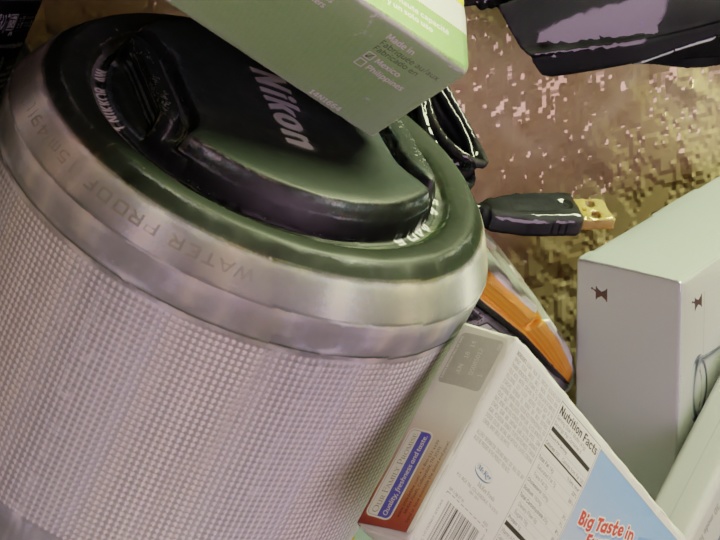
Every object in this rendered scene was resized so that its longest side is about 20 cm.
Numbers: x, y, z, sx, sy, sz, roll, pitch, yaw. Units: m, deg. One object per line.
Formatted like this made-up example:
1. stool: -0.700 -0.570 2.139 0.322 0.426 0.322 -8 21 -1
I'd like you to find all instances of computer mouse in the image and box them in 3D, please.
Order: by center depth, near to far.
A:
1. computer mouse: 0.094 -0.085 0.858 0.200 0.046 0.140 -3 76 -27

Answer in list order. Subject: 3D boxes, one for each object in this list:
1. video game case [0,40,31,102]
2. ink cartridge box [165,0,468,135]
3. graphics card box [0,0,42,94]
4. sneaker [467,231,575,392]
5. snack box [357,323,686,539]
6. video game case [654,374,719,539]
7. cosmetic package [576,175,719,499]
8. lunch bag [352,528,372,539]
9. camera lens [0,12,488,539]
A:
1. video game case: -0.185 0.010 0.801 0.200 0.019 0.143 -30 120 -16
2. ink cartridge box: -0.036 -0.155 0.717 0.146 0.200 0.048 31 131 -33
3. graphics card box: -0.158 -0.027 0.714 0.051 0.125 0.200 26 97 -1
4. sneaker: 0.000 0.000 0.868 0.200 0.078 0.077 34 100 -27
5. snack box: 0.069 0.098 0.745 0.200 0.024 0.072 48 63 -46
6. video game case: 0.143 0.144 0.901 0.200 0.024 0.182 -59 143 -23
7. cosmetic package: 0.146 0.068 0.944 0.151 0.052 0.200 -27 123 -46
8. lunch bag: -0.028 0.147 0.858 0.200 0.160 0.077 -30 150 -17
9. camera lens: -0.062 0.030 0.743 0.160 0.160 0.200 9 121 -30
